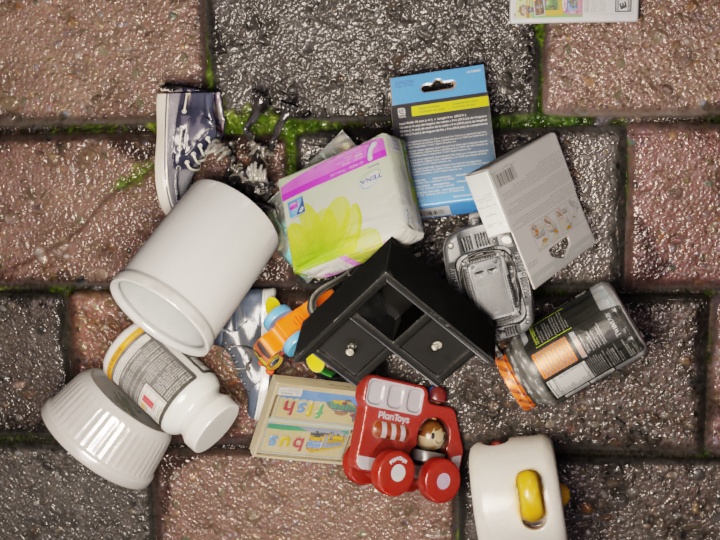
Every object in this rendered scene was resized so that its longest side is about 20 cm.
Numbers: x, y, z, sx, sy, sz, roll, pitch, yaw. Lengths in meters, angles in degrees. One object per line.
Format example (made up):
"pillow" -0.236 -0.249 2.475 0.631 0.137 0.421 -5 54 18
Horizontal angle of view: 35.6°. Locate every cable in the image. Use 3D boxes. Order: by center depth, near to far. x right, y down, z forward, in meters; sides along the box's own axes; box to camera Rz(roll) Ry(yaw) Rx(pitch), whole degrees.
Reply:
"cable" 0.000 0.000 1.637 0.050 0.199 0.098 -31 85 56

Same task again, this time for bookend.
"bookend" 0.047 0.096 1.537 0.198 0.092 0.200 39 119 -16

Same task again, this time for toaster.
"toaster" 0.190 0.016 1.620 0.113 0.129 0.202 -15 98 11

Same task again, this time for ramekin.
"ramekin" -0.377 0.234 1.710 0.202 0.202 0.094 39 92 -1

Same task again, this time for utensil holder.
"utensil holder" -0.233 -0.005 1.615 0.169 0.170 0.201 35 63 0

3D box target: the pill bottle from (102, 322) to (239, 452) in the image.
"pill bottle" -0.286 0.175 1.696 0.200 0.116 0.117 41 104 17

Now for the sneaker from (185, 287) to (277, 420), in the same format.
"sneaker" -0.203 0.126 1.713 0.145 0.077 0.205 2 91 -4

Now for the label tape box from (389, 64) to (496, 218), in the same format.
"label tape box" 0.122 -0.183 1.616 0.143 0.063 0.202 -6 76 9

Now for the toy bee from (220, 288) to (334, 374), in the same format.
"toy bee" -0.119 0.099 1.645 0.198 0.109 0.132 -10 60 -17

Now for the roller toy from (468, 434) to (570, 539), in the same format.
"roller toy" 0.238 0.334 1.645 0.138 0.183 0.201 -9 124 8

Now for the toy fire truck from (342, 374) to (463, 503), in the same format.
"toy fire truck" 0.073 0.250 1.678 0.198 0.112 0.170 14 84 -29

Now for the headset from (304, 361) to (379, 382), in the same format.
"headset" -0.006 0.111 1.682 0.198 0.094 0.125 1 101 19

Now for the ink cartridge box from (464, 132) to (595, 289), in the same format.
"ink cartridge box" 0.241 -0.084 1.564 0.043 0.199 0.175 -15 100 42

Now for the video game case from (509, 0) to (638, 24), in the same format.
"video game case" 0.300 -0.451 1.572 0.180 0.022 0.202 1 101 7

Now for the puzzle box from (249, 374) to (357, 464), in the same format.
"puzzle box" -0.057 0.229 1.690 0.198 0.025 0.134 9 114 -24

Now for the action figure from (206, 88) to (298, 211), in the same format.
"action figure" -0.166 -0.162 1.643 0.118 0.102 0.202 24 99 20

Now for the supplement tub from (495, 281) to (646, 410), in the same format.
"supplement tub" 0.302 0.114 1.627 0.199 0.123 0.123 -31 95 12

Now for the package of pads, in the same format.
"package of pads" -0.015 -0.085 1.580 0.199 0.068 0.156 -22 69 28

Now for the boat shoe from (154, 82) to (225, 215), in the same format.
"boat shoe" -0.251 -0.178 1.669 0.092 0.075 0.202 2 100 15

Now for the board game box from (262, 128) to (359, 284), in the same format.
"board game box" -0.052 -0.095 1.683 0.200 0.028 0.135 -42 93 13
